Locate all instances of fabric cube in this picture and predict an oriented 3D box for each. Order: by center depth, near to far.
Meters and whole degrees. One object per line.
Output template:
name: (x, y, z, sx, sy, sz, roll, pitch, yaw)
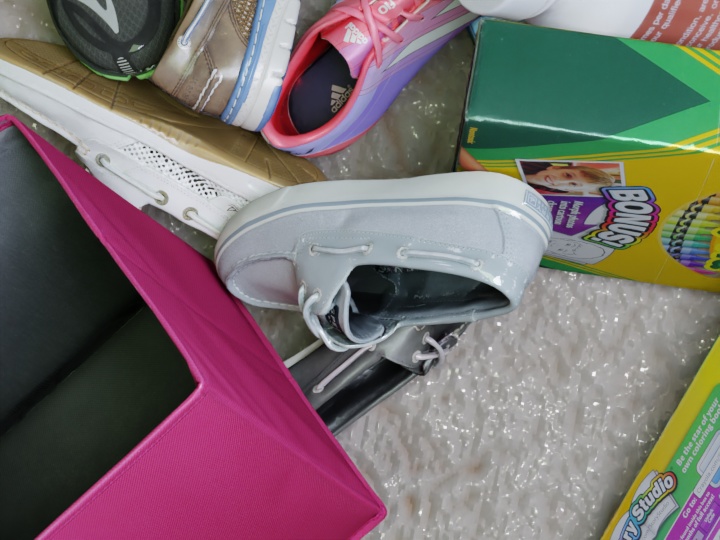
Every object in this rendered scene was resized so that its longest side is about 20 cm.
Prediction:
fabric cube: (-0.144, 0.083, 1.124, 0.196, 0.199, 0.200, -43, 57, 6)

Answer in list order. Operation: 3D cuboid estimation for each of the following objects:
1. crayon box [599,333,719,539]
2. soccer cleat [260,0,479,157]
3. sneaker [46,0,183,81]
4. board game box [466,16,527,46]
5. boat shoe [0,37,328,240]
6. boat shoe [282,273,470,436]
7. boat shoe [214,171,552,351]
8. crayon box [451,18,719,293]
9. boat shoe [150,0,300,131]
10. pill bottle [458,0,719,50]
crayon box: (0.209, 0.111, 1.172, 0.058, 0.119, 0.201, 11, 114, -41)
soccer cleat: (0.020, -0.137, 1.193, 0.067, 0.076, 0.200, 44, 111, 8)
sneaker: (-0.142, -0.196, 1.208, 0.076, 0.084, 0.202, -13, 83, 4)
board game box: (0.102, -0.215, 1.235, 0.150, 0.037, 0.201, -23, 92, 1)
boat shoe: (-0.118, -0.058, 1.226, 0.199, 0.071, 0.070, 27, 113, 5)
boat shoe: (0.000, 0.057, 1.215, 0.199, 0.067, 0.057, -33, 64, 13)
boat shoe: (0.001, 0.000, 1.146, 0.200, 0.070, 0.072, -8, 49, 36)
crayon box: (0.133, -0.051, 1.153, 0.171, 0.200, 0.059, 9, 73, 2)
boat shoe: (-0.062, -0.173, 1.188, 0.072, 0.072, 0.201, 16, 61, -14)
pill bottle: (0.145, -0.157, 1.124, 0.199, 0.112, 0.113, 3, 91, -31)
